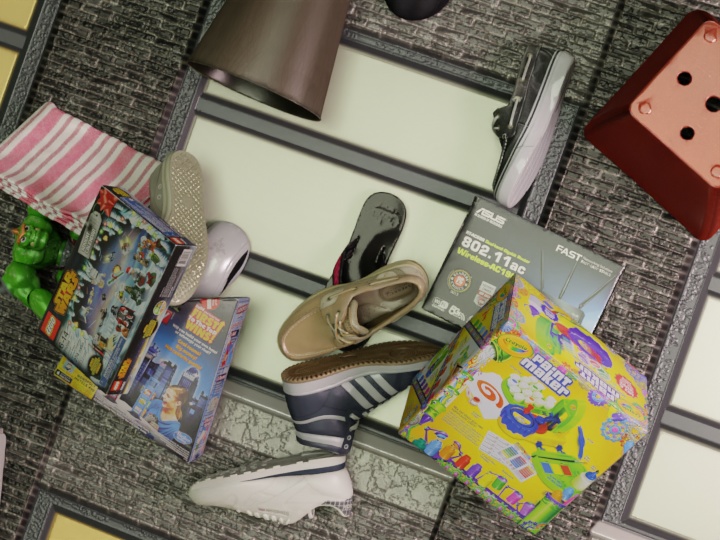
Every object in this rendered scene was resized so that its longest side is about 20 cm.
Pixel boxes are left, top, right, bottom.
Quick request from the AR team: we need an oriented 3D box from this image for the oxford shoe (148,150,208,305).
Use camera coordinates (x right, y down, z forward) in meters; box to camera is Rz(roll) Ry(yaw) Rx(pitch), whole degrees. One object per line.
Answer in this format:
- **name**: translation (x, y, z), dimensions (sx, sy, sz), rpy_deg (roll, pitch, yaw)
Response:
- **oxford shoe**: translation (-0.223, -0.046, 1.693), dimensions (0.058, 0.075, 0.201), rpy_deg (-28, 54, 41)

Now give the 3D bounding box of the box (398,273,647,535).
- **box**: translation (0.184, 0.151, 1.597), dimensions (0.200, 0.122, 0.193), rpy_deg (38, 117, -9)

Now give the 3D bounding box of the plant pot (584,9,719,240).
- **plant pot**: translation (0.390, -0.175, 1.608), dimensions (0.200, 0.176, 0.200), rpy_deg (43, 93, 7)

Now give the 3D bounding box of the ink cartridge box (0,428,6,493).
- **ink cartridge box**: translation (-0.555, 0.261, 1.771), dimensions (0.199, 0.083, 0.148), rpy_deg (4, 87, 9)

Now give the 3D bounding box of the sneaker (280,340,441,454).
- **sneaker**: translation (0.008, 0.153, 1.705), dimensions (0.199, 0.070, 0.109), rpy_deg (-11, 108, -11)

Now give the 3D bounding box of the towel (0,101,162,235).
- **towel**: translation (-0.347, -0.123, 1.742), dimensions (0.199, 0.030, 0.147), rpy_deg (29, 52, 10)

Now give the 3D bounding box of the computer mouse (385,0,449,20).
- **computer mouse**: translation (0.094, -0.398, 1.722), dimensions (0.138, 0.053, 0.201), rpy_deg (31, 92, 7)

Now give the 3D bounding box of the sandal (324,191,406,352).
- **sandal**: translation (0.000, 0.000, 1.722), dimensions (0.075, 0.045, 0.201), rpy_deg (18, 90, 8)

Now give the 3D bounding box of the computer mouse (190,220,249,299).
- **computer mouse**: translation (-0.212, 0.026, 1.752), dimensions (0.109, 0.044, 0.200), rpy_deg (34, 93, 9)

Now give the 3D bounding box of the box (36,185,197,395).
- **box**: translation (-0.282, 0.022, 1.637), dimensions (0.137, 0.040, 0.201), rpy_deg (36, 108, 30)

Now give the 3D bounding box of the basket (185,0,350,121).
- **basket**: translation (-0.088, -0.304, 1.708), dimensions (0.180, 0.136, 0.201), rpy_deg (24, 88, 14)

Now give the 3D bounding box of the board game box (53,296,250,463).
- **board game box**: translation (-0.230, 0.091, 1.709), dimensions (0.200, 0.062, 0.200), rpy_deg (32, 96, 7)

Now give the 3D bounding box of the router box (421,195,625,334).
- **router box**: translation (0.192, 0.022, 1.685), dimensions (0.199, 0.062, 0.150), rpy_deg (26, 90, 8)

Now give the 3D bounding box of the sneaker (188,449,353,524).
- **sneaker**: translation (-0.109, 0.270, 1.716), dimensions (0.199, 0.076, 0.081), rpy_deg (-8, 96, 9)

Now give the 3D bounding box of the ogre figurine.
- **ogre figurine**: translation (-0.369, -0.021, 1.752), dimensions (0.119, 0.098, 0.201), rpy_deg (16, 97, -1)

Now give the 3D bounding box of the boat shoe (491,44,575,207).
- **boat shoe**: translation (0.191, -0.173, 1.698), dimensions (0.071, 0.072, 0.201), rpy_deg (20, 80, 17)

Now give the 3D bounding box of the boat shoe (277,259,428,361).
- **boat shoe**: translation (-0.012, 0.053, 1.672), dimensions (0.199, 0.065, 0.072), rpy_deg (-26, 103, 12)
